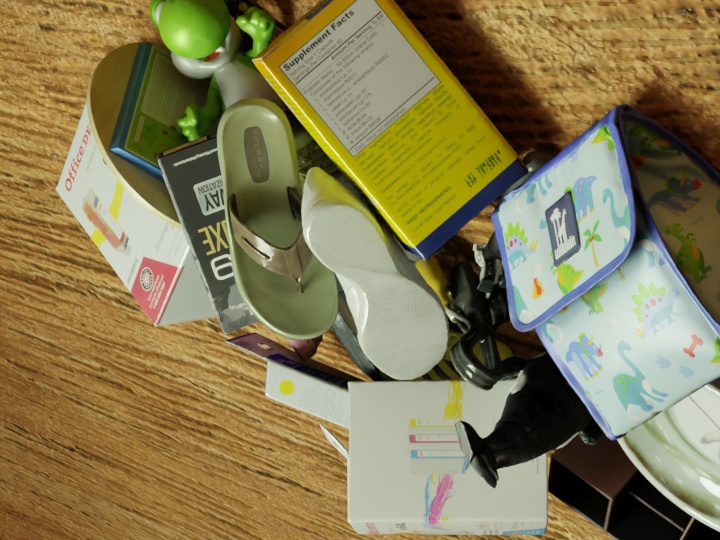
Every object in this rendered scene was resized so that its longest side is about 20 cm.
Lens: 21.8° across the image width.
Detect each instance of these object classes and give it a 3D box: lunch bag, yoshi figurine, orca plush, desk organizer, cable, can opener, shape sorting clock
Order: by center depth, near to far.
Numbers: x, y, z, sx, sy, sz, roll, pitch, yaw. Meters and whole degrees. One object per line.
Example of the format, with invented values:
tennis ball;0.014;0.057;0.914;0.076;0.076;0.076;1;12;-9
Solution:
lunch bag;0.198;-0.002;1.369;0.200;0.127;0.170;56;141;6
can opener;0.135;-0.033;1.538;0.066;0.053;0.200;9;153;-3
orca plush;0.151;0.096;1.547;0.105;0.200;0.071;48;132;25
yoshi figurine;-0.109;-0.168;1.599;0.200;0.112;0.112;47;139;2
cable;0.093;0.053;1.604;0.097;0.050;0.200;37;-156;-28
shape sorting clock;-0.153;-0.114;1.637;0.200;0.200;0.039;46;130;0
desk organizer;0.265;0.208;1.645;0.200;0.077;0.072;35;153;22

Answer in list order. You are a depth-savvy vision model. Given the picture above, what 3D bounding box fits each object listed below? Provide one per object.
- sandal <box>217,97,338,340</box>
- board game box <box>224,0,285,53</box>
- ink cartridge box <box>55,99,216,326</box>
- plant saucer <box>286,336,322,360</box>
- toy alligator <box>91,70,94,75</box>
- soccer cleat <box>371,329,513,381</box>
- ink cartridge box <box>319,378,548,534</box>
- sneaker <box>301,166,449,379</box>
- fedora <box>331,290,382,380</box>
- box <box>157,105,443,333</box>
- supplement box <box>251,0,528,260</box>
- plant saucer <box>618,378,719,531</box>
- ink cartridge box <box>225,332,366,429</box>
sandal;-0.072;-0.037;1.502;0.057;0.079;0.202;-125;19;-78
board game box;-0.117;-0.185;1.719;0.105;0.023;0.200;38;154;12
ink cartridge box;-0.188;-0.070;1.743;0.200;0.083;0.145;50;131;30
plant saucer;-0.089;-0.008;1.836;0.201;0.051;0.201;58;178;3
toy alligator;-0.189;-0.154;1.846;0.200;0.054;0.059;43;152;33
soccer cleat;0.064;0.074;1.777;0.200;0.065;0.084;-2;111;54
ink cartridge box;0.066;0.168;1.667;0.199;0.126;0.129;-1;166;4
sneaker;0.011;-0.002;1.512;0.200;0.075;0.089;61;-176;-35
fedora;0.000;0.000;1.692;0.201;0.091;0.201;58;-179;-2
box;-0.050;-0.057;1.557;0.050;0.199;0.158;-128;18;-78
supplement box;0.021;-0.121;1.460;0.200;0.109;0.110;51;178;-9
plant saucer;0.291;0.136;1.530;0.200;0.050;0.200;35;153;21
ink cartridge box;-0.034;0.119;1.853;0.199;0.047;0.198;20;-178;5
